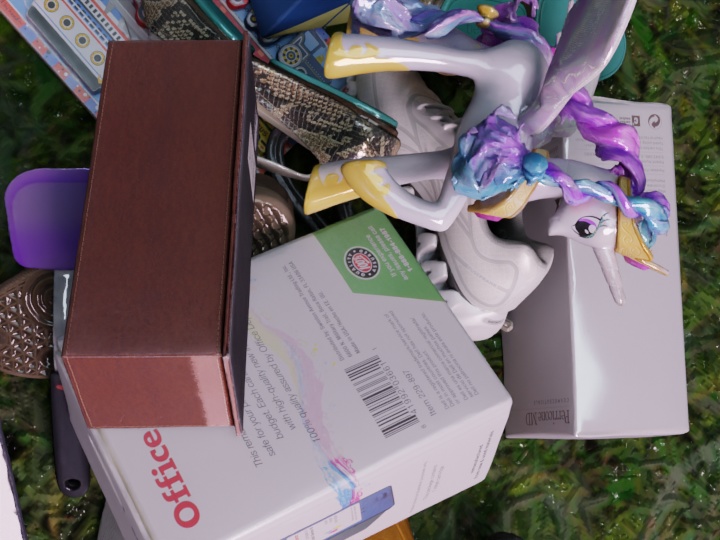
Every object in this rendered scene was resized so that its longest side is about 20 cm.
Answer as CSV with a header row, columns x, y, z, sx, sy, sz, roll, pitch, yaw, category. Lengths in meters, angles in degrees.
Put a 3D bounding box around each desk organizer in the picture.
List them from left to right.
x,y,z,sx,sy,sz,roll,pitch,yaw,category
-0.095,-0.023,0.652,0.076,0.072,0.202,0,55,0,desk organizer

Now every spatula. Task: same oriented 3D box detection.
x,y,z,sx,sy,sz,roll,pitch,yaw,category
-0.163,0.038,0.712,0.055,0.021,0.203,0,111,-6,spatula

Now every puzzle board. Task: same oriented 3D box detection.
x,y,z,sx,sy,sz,roll,pitch,yaw,category
-0.113,-0.148,0.799,0.151,0.017,0.200,-44,96,-18,puzzle board

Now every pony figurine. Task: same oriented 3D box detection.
x,y,z,sx,sy,sz,roll,pitch,yaw,category
0.082,-0.095,0.688,0.197,0.167,0.196,13,84,6,pony figurine

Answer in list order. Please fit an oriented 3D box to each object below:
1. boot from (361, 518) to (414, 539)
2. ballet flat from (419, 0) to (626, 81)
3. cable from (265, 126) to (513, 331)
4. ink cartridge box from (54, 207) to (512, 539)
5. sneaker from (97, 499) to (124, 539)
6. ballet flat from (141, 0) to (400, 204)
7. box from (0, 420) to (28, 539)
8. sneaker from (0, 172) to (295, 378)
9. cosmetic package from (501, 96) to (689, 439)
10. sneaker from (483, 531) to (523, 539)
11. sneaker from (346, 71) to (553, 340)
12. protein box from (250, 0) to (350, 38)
x,y,z,sx,sy,sz,roll,pitch,yaw,category
0.019,0.170,0.724,0.143,0.071,0.201,34,51,21,boot
0.092,-0.155,0.830,0.198,0.065,0.072,1,99,-45,ballet flat
0.000,0.000,0.808,0.097,0.050,0.200,-44,91,-4,cable
-0.043,0.074,0.685,0.198,0.088,0.146,-22,60,-22,ink cartridge box
-0.102,0.185,0.740,0.088,0.075,0.203,16,75,-35,sneaker
-0.070,-0.108,0.760,0.199,0.068,0.076,37,96,3,ballet flat
-0.217,0.142,0.609,0.121,0.198,0.203,-12,105,-17,box
-0.129,0.002,0.754,0.197,0.076,0.071,-20,111,2,sneaker
0.141,0.004,0.810,0.080,0.113,0.204,2,80,-16,cosmetic package
0.008,0.208,0.761,0.115,0.076,0.200,44,74,-4,sneaker
0.055,-0.062,0.785,0.074,0.081,0.202,-5,63,-43,sneaker
0.004,-0.273,0.747,0.133,0.198,0.203,-15,86,-26,protein box
